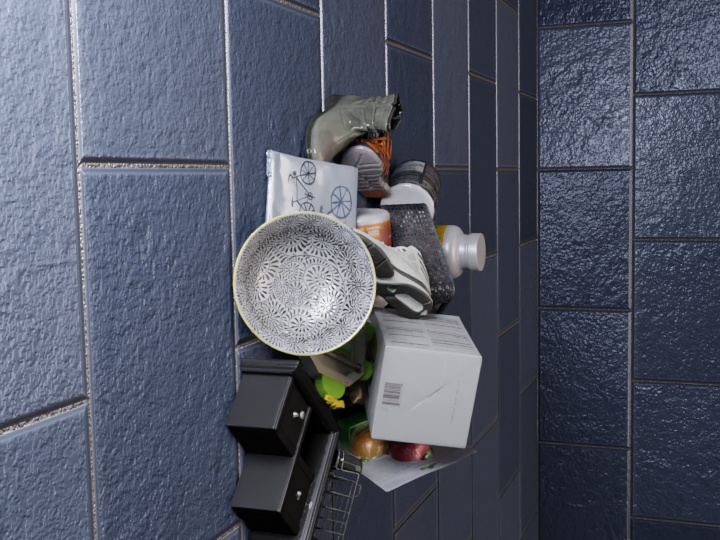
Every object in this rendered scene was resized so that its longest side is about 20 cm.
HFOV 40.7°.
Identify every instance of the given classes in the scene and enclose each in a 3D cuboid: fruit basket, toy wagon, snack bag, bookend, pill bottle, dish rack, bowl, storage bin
[{"bbox_3d":[0.058,0.297,1.601,0.185,0.200,0.094,-17,118,-32],"label":"fruit basket"},{"bbox_3d":[-0.046,0.118,1.471,0.155,0.040,0.200,30,49,-35],"label":"toy wagon"},{"bbox_3d":[-0.078,-0.077,1.490,0.200,0.021,0.189,5,87,-47],"label":"snack bag"},{"bbox_3d":[-0.120,0.259,1.364,0.200,0.092,0.199,66,32,-47],"label":"bookend"},{"bbox_3d":[0.137,-0.036,1.886,0.104,0.200,0.105,1,90,-69],"label":"pill bottle"},{"bbox_3d":[-0.058,0.376,1.498,0.153,0.054,0.200,154,-47,-69],"label":"dish rack"},{"bbox_3d":[0.103,-0.154,1.903,0.200,0.106,0.106,-67,152,-64],"label":"pill bottle"},{"bbox_3d":[0.000,0.000,1.645,0.112,0.112,0.201,-32,120,-66],"label":"pill bottle"},{"bbox_3d":[-0.085,0.020,1.380,0.094,0.200,0.201,166,-73,-77],"label":"bowl"},{"bbox_3d":[0.079,-0.008,1.726,0.135,0.094,0.200,117,-36,-53],"label":"storage bin"}]

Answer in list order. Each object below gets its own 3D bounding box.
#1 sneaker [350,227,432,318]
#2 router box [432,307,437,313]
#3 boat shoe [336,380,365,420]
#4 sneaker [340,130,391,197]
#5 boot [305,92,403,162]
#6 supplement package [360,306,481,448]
[{"bbox_3d":[0.036,-0.016,1.565,0.200,0.076,0.115,41,27,-22],"label":"sneaker"},{"bbox_3d":[0.088,0.112,1.932,0.149,0.051,0.200,-70,155,-15],"label":"router box"},{"bbox_3d":[-0.013,0.206,1.679,0.072,0.076,0.200,-54,139,-54],"label":"boat shoe"},{"bbox_3d":[0.010,-0.214,1.739,0.200,0.077,0.112,63,29,-71],"label":"sneaker"},{"bbox_3d":[-0.007,-0.236,1.590,0.200,0.130,0.068,-67,150,-45],"label":"boot"},{"bbox_3d":[0.090,0.164,1.538,0.200,0.150,0.152,-107,-155,-74],"label":"supplement package"}]
